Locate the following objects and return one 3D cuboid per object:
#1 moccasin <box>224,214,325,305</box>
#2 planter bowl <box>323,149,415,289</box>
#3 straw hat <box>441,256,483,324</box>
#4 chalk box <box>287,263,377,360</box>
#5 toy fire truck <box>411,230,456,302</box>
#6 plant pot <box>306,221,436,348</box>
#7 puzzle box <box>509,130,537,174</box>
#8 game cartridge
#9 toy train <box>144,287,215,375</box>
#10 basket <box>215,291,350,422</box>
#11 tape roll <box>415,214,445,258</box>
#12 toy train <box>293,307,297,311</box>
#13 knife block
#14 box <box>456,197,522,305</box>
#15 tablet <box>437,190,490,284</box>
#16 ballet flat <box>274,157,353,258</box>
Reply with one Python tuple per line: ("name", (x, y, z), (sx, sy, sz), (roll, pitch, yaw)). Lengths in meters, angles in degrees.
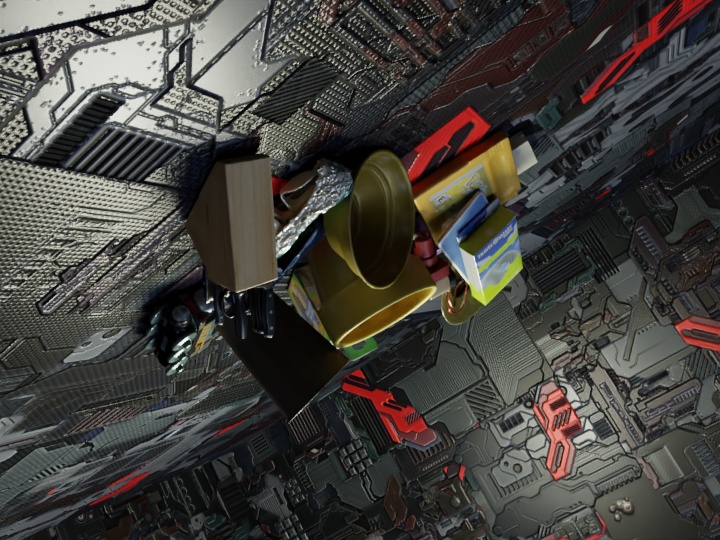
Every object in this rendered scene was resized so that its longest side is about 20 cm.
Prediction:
("moccasin", (-0.139, -0.023, 1.013), (0.200, 0.080, 0.068), (-45, 180, 6))
("planter bowl", (0.002, -0.077, 0.991), (0.083, 0.203, 0.200), (4, -174, 30))
("straw hat", (0.204, 0.007, 1.413), (0.200, 0.085, 0.203), (-22, 123, -38))
("chalk box", (-0.041, 0.080, 1.307), (0.123, 0.201, 0.124), (-25, 166, -20))
("toy fire truck", (0.078, -0.051, 1.274), (0.128, 0.176, 0.202), (-26, 124, -20))
("plant pot", (0.000, 0.000, 1.131), (0.199, 0.190, 0.201), (-28, 167, -7))
("puzzle box", (0.284, -0.210, 1.334), (0.132, 0.026, 0.200), (-33, 167, 15))
("game cartridge", (0.199, -0.147, 1.239), (0.199, 0.033, 0.177), (-31, 145, 5))
("toy train", (-0.291, 0.097, 1.109), (0.114, 0.085, 0.200), (-37, 170, -35))
("basket", (-0.136, 0.130, 1.125), (0.136, 0.200, 0.180), (-46, 175, 18))
("tape roll", (0.201, -0.088, 1.419), (0.198, 0.086, 0.200), (-21, 170, -4))
("toy train", (-0.143, 0.114, 1.476), (0.201, 0.055, 0.150), (-51, 180, -9))
("knife block", (-0.138, -0.015, 0.805), (0.064, 0.177, 0.200), (-20, 163, -39))
("box", (0.258, -0.034, 1.310), (0.122, 0.048, 0.201), (-43, 143, -12))
("tablet", (0.223, -0.059, 1.301), (0.130, 0.014, 0.200), (-51, 143, -2))
("ballet flat", (-0.096, -0.086, 0.916), (0.200, 0.072, 0.072), (-39, 164, 24))
